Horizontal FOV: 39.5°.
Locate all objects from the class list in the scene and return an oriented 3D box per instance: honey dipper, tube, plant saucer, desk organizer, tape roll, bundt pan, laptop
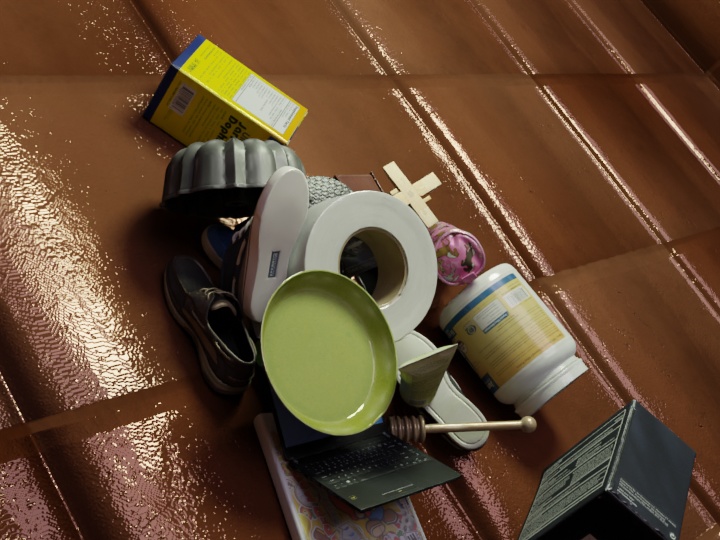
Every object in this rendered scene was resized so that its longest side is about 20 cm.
[{"bbox_3d":[0.136,0.210,1.328,0.200,0.038,0.038,0,48,-7],"label":"honey dipper"},{"bbox_3d":[0.080,0.130,1.270,0.052,0.200,0.058,25,74,7],"label":"tube"},{"bbox_3d":[-0.041,0.098,1.188,0.200,0.031,0.200,16,64,-34],"label":"plant saucer"},{"bbox_3d":[0.016,-0.052,1.526,0.077,0.072,0.200,-5,57,-41],"label":"desk organizer"},{"bbox_3d":[0.000,0.000,1.301,0.202,0.071,0.203,3,84,-31],"label":"tape roll"},{"bbox_3d":[-0.164,-0.123,1.323,0.202,0.202,0.076,4,79,-39],"label":"bundt pan"},{"bbox_3d":[0.001,0.184,1.208,0.177,0.103,0.200,-7,22,-44],"label":"laptop"}]

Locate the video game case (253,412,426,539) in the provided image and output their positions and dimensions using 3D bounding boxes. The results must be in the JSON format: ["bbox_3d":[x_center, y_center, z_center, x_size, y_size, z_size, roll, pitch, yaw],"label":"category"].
[{"bbox_3d":[-0.023,0.261,1.220,0.182,0.023,0.200,4,51,-39],"label":"video game case"}]

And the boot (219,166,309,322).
[{"bbox_3d":[-0.129,-0.042,1.248,0.073,0.200,0.090,2,19,-43],"label":"boot"}]

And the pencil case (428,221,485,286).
[{"bbox_3d":[0.133,-0.027,1.520,0.086,0.083,0.200,23,4,-5],"label":"pencil case"}]

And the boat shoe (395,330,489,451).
[{"bbox_3d":[0.104,0.168,1.394,0.074,0.060,0.200,-39,74,-13],"label":"boat shoe"}]

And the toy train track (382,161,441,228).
[{"bbox_3d":[0.039,-0.089,1.496,0.200,0.033,0.115,-32,82,-30],"label":"toy train track"}]

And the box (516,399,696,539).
[{"bbox_3d":[0.324,0.312,1.327,0.123,0.200,0.198,40,37,-1],"label":"box"}]

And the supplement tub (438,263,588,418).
[{"bbox_3d":[0.227,0.106,1.492,0.145,0.145,0.200,-21,68,-50],"label":"supplement tub"}]

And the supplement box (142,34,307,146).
[{"bbox_3d":[-0.198,-0.233,1.485,0.200,0.110,0.109,34,38,-8],"label":"supplement box"}]

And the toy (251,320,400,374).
[{"bbox_3d":[-0.053,0.106,1.328,0.200,0.047,0.115,0,57,-40],"label":"toy"}]

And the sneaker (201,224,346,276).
[{"bbox_3d":[-0.110,-0.022,1.351,0.200,0.111,0.077,36,37,-7],"label":"sneaker"}]

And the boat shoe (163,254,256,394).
[{"bbox_3d":[-0.178,0.056,1.245,0.074,0.073,0.200,-9,59,-46],"label":"boat shoe"}]

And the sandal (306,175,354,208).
[{"bbox_3d":[-0.008,-0.066,1.429,0.200,0.048,0.075,27,59,-23],"label":"sandal"}]

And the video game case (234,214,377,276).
[{"bbox_3d":[-0.058,-0.042,1.397,0.200,0.143,0.019,19,69,-27],"label":"video game case"}]
